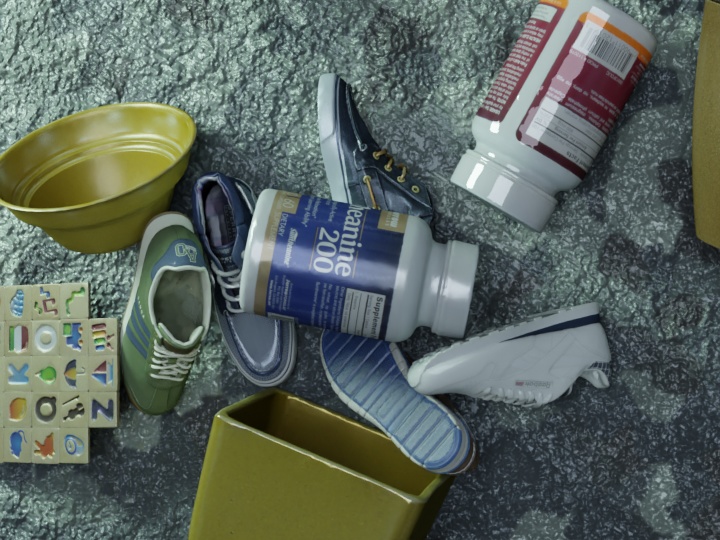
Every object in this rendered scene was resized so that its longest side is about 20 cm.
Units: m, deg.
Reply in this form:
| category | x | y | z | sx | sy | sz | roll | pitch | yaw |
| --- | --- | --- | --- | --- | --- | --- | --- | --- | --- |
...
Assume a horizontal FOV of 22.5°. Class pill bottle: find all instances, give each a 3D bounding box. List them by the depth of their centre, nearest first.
| category | x | y | z | sx | sy | sz | roll | pitch | yaw |
| --- | --- | --- | --- | --- | --- | --- | --- | --- | --- |
| pill bottle | 0.000 | 0.000 | 1.581 | 0.198 | 0.111 | 0.112 | 11 | 89 | 2 |
| pill bottle | 0.169 | -0.143 | 1.613 | 0.113 | 0.114 | 0.201 | 30 | 92 | 10 |

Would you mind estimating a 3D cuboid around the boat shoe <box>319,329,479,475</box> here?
| category | x | y | z | sx | sy | sz | roll | pitch | yaw |
| --- | --- | --- | --- | --- | --- | --- | --- | --- | --- |
| boat shoe | 0.035 | 0.117 | 1.638 | 0.072 | 0.072 | 0.200 | -44 | 55 | 7 |

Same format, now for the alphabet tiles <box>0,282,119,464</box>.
| category | x | y | z | sx | sy | sz | roll | pitch | yaw |
| --- | --- | --- | --- | --- | --- | --- | --- | --- | --- |
| alphabet tiles | -0.309 | 0.097 | 1.708 | 0.198 | 0.006 | 0.169 | -3 | 87 | 28 |

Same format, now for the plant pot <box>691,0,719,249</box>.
| category | x | y | z | sx | sy | sz | roll | pitch | yaw |
| --- | --- | --- | --- | --- | --- | --- | --- | --- | --- |
| plant pot | 0.359 | -0.113 | 1.557 | 0.184 | 0.186 | 0.202 | 17 | 102 | 11 |

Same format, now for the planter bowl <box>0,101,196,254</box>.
| category | x | y | z | sx | sy | sz | roll | pitch | yaw |
| --- | --- | --- | --- | --- | --- | --- | --- | --- | --- |
| planter bowl | -0.238 | -0.073 | 1.675 | 0.198 | 0.201 | 0.084 | -8 | 122 | 10 |

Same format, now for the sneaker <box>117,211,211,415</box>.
| category | x | y | z | sx | sy | sz | roll | pitch | yaw |
| --- | --- | --- | --- | --- | --- | --- | --- | --- | --- |
| sneaker | -0.175 | 0.056 | 1.636 | 0.066 | 0.090 | 0.202 | 0 | 116 | -21 |

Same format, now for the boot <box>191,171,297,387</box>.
| category | x | y | z | sx | sy | sz | roll | pitch | yaw |
| --- | --- | --- | --- | --- | --- | --- | --- | --- | --- |
| boot | -0.114 | 0.009 | 1.666 | 0.072 | 0.090 | 0.202 | -18 | 84 | 8 |

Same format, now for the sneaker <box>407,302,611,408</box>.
| category | x | y | z | sx | sy | sz | roll | pitch | yaw |
| --- | --- | --- | --- | --- | --- | --- | --- | --- | --- |
| sneaker | 0.136 | 0.086 | 1.593 | 0.198 | 0.076 | 0.081 | -14 | 91 | -22 |

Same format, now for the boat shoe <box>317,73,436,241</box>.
| category | x | y | z | sx | sy | sz | roll | pitch | yaw |
| --- | --- | --- | --- | --- | --- | --- | --- | --- | --- |
| boat shoe | 0.018 | -0.086 | 1.663 | 0.090 | 0.071 | 0.203 | -10 | 92 | 9 |

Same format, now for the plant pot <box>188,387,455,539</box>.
| category | x | y | z | sx | sy | sz | roll | pitch | yaw |
| --- | --- | --- | --- | --- | --- | --- | --- | --- | --- |
| plant pot | -0.048 | 0.240 | 1.598 | 0.192 | 0.195 | 0.202 | 22 | 98 | 11 |
